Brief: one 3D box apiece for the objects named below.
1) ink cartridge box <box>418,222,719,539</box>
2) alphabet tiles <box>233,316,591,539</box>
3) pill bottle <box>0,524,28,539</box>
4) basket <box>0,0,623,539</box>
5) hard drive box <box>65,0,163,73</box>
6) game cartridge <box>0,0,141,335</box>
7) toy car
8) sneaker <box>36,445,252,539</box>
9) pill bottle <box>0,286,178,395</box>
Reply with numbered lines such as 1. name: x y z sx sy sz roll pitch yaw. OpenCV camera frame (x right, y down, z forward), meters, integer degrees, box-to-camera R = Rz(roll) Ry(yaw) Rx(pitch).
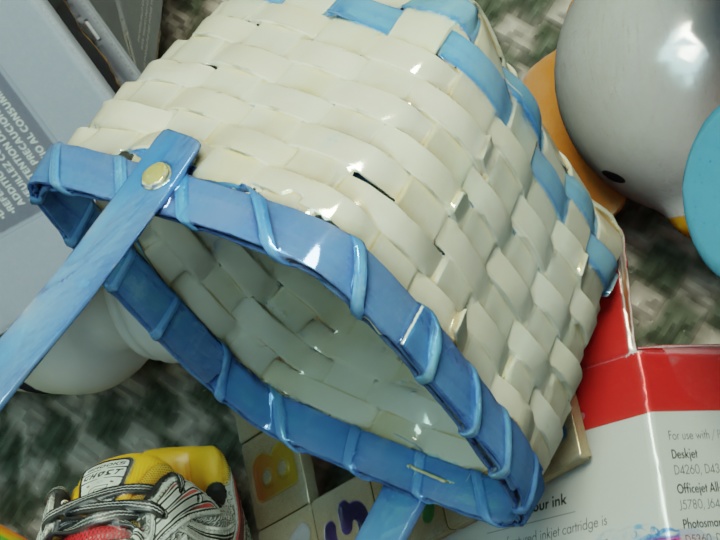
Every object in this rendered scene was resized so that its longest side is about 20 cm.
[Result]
1. ink cartridge box: 0.081 0.095 0.776 0.116 0.067 0.201 -21 72 48
2. alphabet tiles: 0.000 0.000 0.826 0.167 0.008 0.201 -35 60 44
3. pill bottle: -0.203 0.118 0.877 0.200 0.111 0.111 25 90 22
4. basket: -0.021 0.028 0.689 0.139 0.176 0.200 12 60 36
5. hard drive box: -0.172 -0.108 0.838 0.199 0.077 0.156 -13 43 13
6. game cartridge: -0.153 -0.068 0.743 0.133 0.042 0.200 -25 114 24
7. toy car: 0.129 -0.050 0.780 0.200 0.184 0.178 -13 76 48
8. sneaker: -0.090 0.105 0.784 0.078 0.200 0.082 -5 96 15
9. pill bottle: -0.131 -0.013 0.863 0.199 0.111 0.112 3 82 27
